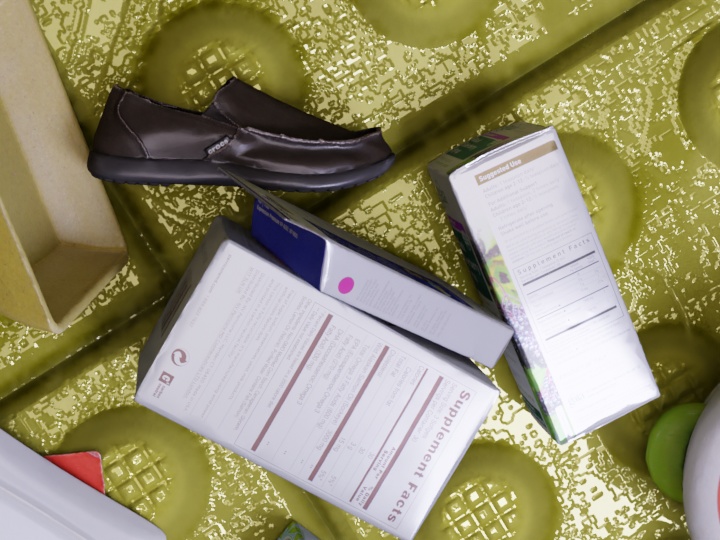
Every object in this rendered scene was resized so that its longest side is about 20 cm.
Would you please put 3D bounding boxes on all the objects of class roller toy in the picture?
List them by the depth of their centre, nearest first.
[{"bbox_3d":[0.311,0.143,0.865,0.200,0.140,0.183,-33,83,13],"label":"roller toy"}]

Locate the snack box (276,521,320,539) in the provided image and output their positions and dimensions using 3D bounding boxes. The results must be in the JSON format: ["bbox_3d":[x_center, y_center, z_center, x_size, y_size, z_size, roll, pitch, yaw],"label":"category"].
[{"bbox_3d":[-0.012,0.294,0.910,0.200,0.053,0.142,39,92,-13],"label":"snack box"}]

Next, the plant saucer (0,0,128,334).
[{"bbox_3d":[-0.210,-0.071,0.751,0.048,0.200,0.201,-19,101,6],"label":"plant saucer"}]

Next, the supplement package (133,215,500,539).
[{"bbox_3d":[-0.032,0.067,0.838,0.199,0.117,0.118,30,94,-12],"label":"supplement package"}]

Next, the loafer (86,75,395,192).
[{"bbox_3d":[-0.074,-0.089,0.828,0.199,0.073,0.072,1,97,-10],"label":"loafer"}]

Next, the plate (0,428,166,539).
[{"bbox_3d":[-0.254,0.211,0.836,0.200,0.032,0.200,39,83,-24],"label":"plate"}]

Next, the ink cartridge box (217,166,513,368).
[{"bbox_3d":[0.000,0.000,0.805,0.200,0.095,0.037,28,95,-38],"label":"ink cartridge box"}]

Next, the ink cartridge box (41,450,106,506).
[{"bbox_3d":[-0.267,0.213,0.860,0.199,0.050,0.163,-5,100,-5],"label":"ink cartridge box"}]

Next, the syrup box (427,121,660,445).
[{"bbox_3d":[0.122,0.005,0.872,0.081,0.079,0.201,-25,102,-4],"label":"syrup box"}]
